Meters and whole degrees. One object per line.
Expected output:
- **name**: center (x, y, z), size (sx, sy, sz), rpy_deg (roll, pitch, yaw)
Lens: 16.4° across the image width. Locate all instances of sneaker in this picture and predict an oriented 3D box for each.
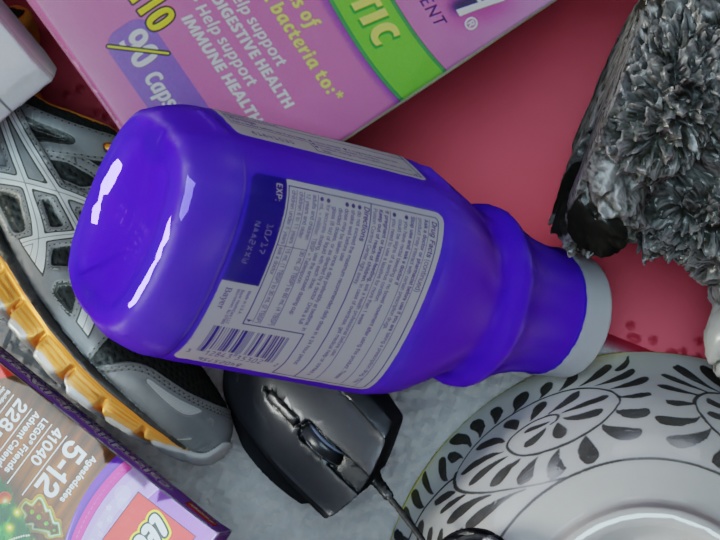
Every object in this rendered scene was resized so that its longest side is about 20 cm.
- **sneaker**: center (-0.106, -0.014, 0.922), size (0.077, 0.078, 0.200), rpy_deg (-38, 82, -4)

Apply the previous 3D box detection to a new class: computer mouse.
- **computer mouse**: center (0.003, 0.081, 0.877), size (0.059, 0.034, 0.200), rpy_deg (-54, 49, 16)

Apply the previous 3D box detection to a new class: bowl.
- **bowl**: center (0.102, 0.126, 0.883), size (0.200, 0.094, 0.201), rpy_deg (0, 85, 4)

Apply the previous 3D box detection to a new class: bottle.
- **bottle**: center (0.000, 0.000, 0.864), size (0.065, 0.200, 0.084), rpy_deg (45, 117, 48)

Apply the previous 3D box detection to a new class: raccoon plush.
- **raccoon plush**: center (0.153, -0.053, 0.864), size (0.134, 0.097, 0.200), rpy_deg (21, 120, -1)

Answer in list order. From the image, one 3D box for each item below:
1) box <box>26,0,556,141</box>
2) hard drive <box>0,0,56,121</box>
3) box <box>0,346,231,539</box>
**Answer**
- **box**: center (-0.029, -0.145, 0.878), size (0.200, 0.097, 0.176), rpy_deg (-33, 113, 1)
- **hard drive**: center (-0.226, -0.059, 0.878), size (0.200, 0.027, 0.132), rpy_deg (-37, 106, 10)
- **box**: center (-0.160, 0.131, 0.898), size (0.137, 0.039, 0.200), rpy_deg (37, 89, 6)
